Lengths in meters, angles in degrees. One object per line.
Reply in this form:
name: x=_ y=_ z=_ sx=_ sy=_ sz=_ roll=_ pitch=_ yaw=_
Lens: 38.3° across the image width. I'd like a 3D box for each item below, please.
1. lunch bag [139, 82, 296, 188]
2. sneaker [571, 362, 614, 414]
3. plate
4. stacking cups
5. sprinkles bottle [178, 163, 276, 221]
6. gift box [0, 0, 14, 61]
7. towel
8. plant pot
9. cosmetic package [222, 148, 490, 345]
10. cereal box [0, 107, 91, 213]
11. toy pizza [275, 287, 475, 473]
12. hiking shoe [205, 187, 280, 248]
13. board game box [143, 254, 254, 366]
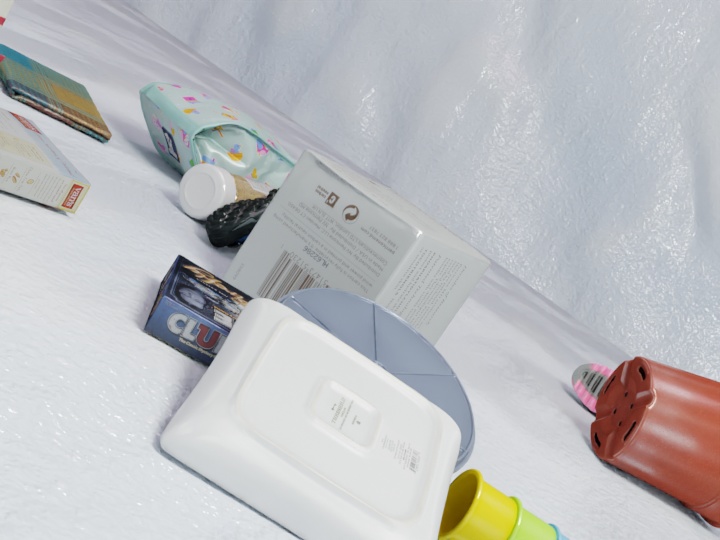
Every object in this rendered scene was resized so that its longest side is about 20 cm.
lunch bag: x=-0.205 y=-0.175 z=1.442 sx=0.200 sy=0.122 sz=0.170 roll=31 pitch=9 yaw=-47
sneaker: x=0.427 y=0.231 z=1.692 sx=0.200 sy=0.079 sz=0.095 roll=40 pitch=-11 yaw=30
plate: x=-0.016 y=0.109 z=0.724 sx=0.200 sy=0.032 sz=0.200 roll=34 pitch=28 yaw=-4
stacking cups: x=0.149 y=0.229 z=0.803 sx=0.200 sy=0.061 sz=0.061 roll=35 pitch=9 yaw=-15
sprinkles bottle: x=-0.150 y=-0.086 z=1.327 sx=0.068 sy=0.068 sz=0.200 roll=37 pitch=10 yaw=23
gift box: x=-0.446 y=-0.291 z=1.036 sx=0.187 sy=0.185 sz=0.200 roll=35 pitch=16 yaw=21
towel: x=-0.411 y=-0.236 z=1.367 sx=0.146 sy=0.022 sz=0.200 roll=25 pitch=14 yaw=-35
plant pot: x=0.432 y=0.219 z=1.404 sx=0.195 sy=0.201 sz=0.201 roll=23 pitch=11 yaw=-10
cosmetic package: x=0.000 y=0.000 z=1.099 sx=0.167 sy=0.167 sz=0.200 roll=38 pitch=9 yaw=26
cereal box: x=-0.356 y=-0.124 z=0.928 sx=0.200 sy=0.040 sz=0.144 roll=23 pitch=14 yaw=-50
toy pizza: x=0.006 y=0.092 z=0.841 sx=0.200 sy=0.032 sz=0.200 roll=27 pitch=30 yaw=-17
hiking shoe: x=-0.108 y=-0.047 z=1.250 sx=0.074 sy=0.087 sz=0.200 roll=-1 pitch=13 yaw=32
board game box: x=-0.083 y=0.066 z=0.890 sx=0.200 sy=0.035 sz=0.136 roll=31 pitch=10 yaw=-12
